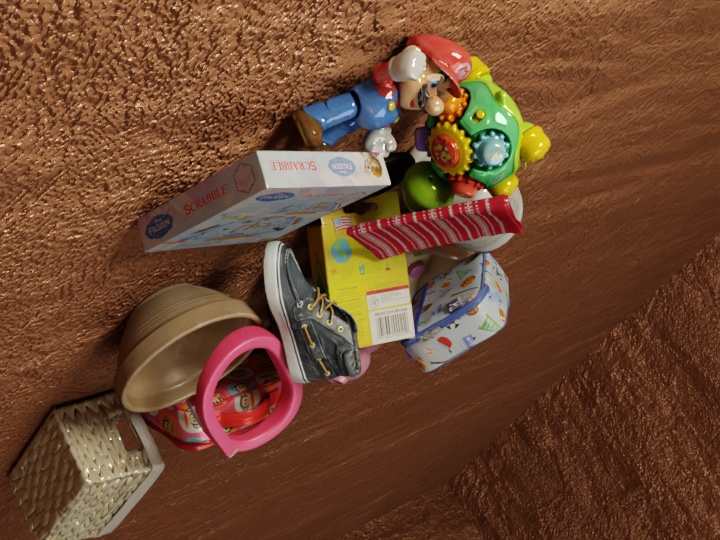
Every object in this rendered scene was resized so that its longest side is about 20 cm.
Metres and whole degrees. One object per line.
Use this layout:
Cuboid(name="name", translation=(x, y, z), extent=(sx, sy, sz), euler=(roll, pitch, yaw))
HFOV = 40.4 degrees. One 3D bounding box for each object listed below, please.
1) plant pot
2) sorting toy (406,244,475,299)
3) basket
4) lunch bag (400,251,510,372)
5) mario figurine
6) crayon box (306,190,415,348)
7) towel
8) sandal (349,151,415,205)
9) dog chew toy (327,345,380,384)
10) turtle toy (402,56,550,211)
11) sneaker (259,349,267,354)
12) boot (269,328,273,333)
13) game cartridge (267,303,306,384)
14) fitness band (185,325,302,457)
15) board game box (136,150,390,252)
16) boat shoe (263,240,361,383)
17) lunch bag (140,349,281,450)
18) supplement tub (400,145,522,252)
Cuboid(name="plant pot", translation=(-0.230, 0.083, 1.232), extent=(0.200, 0.093, 0.201), euler=(-31, 159, -14))
Cuboid(name="sorting toy", translation=(0.060, 0.015, 1.541), extent=(0.179, 0.107, 0.201), euler=(0, 135, -32))
Cuboid(name="basket", translation=(-0.387, 0.281, 1.366), extent=(0.123, 0.136, 0.200), euler=(-7, 146, -48))
Cuboid(name="lunch bag", translation=(0.132, 0.058, 1.406), extent=(0.160, 0.076, 0.200), euler=(-31, -166, 22))
Cuboid(name="mario figurine", translation=(0.033, -0.174, 1.048), extent=(0.199, 0.107, 0.124), euler=(-29, -164, 5))
Cuboid(name="crayon box", translation=(0.000, 0.000, 1.310), extent=(0.126, 0.202, 0.051), euler=(-8, -175, -28))
Cuboid(name="towel", translation=(0.095, -0.051, 1.202), extent=(0.198, 0.023, 0.145), euler=(-11, 167, 13))
Cuboid(name="sandal", translation=(-0.028, -0.108, 1.210), extent=(0.199, 0.045, 0.075), euler=(-23, 155, 4))
Cuboid(name="dog chew toy", translation=(-0.008, 0.064, 1.398), extent=(0.125, 0.123, 0.202), euler=(70, 34, -69))
Cuboid(name="turtle toy", translation=(0.117, -0.139, 1.140), extent=(0.101, 0.146, 0.200), euler=(-30, 164, -36))
Cuboid(name="sneaker", translation=(-0.137, 0.161, 1.568), extent=(0.199, 0.083, 0.074), euler=(-18, 156, -36))
Cuboid(name="boot", translation=(-0.067, 0.086, 1.505), extent=(0.200, 0.097, 0.075), euler=(-44, 164, 8))
Cuboid(name="game cartridge", translation=(-0.096, 0.085, 1.387), extent=(0.040, 0.134, 0.200), euler=(-21, 156, -14))
Cuboid(name="fitness band", translation=(-0.143, 0.157, 1.247), extent=(0.143, 0.037, 0.201), euler=(-41, 141, -18))
Cuboid(name="board game box", translation=(-0.103, -0.075, 1.058), extent=(0.199, 0.041, 0.199), euler=(-22, 172, 37))
Cuboid(name="boat shoe", translation=(-0.056, 0.049, 1.216), extent=(0.090, 0.071, 0.202), euler=(-6, 120, 13))
Cuboid(name="lunch bag", translation=(-0.194, 0.177, 1.379), extent=(0.199, 0.175, 0.083), euler=(-16, 114, -39))
Cuboid(name="supplement tub", translation=(0.143, -0.105, 1.346), extent=(0.132, 0.132, 0.200), euler=(-38, 159, 10))
